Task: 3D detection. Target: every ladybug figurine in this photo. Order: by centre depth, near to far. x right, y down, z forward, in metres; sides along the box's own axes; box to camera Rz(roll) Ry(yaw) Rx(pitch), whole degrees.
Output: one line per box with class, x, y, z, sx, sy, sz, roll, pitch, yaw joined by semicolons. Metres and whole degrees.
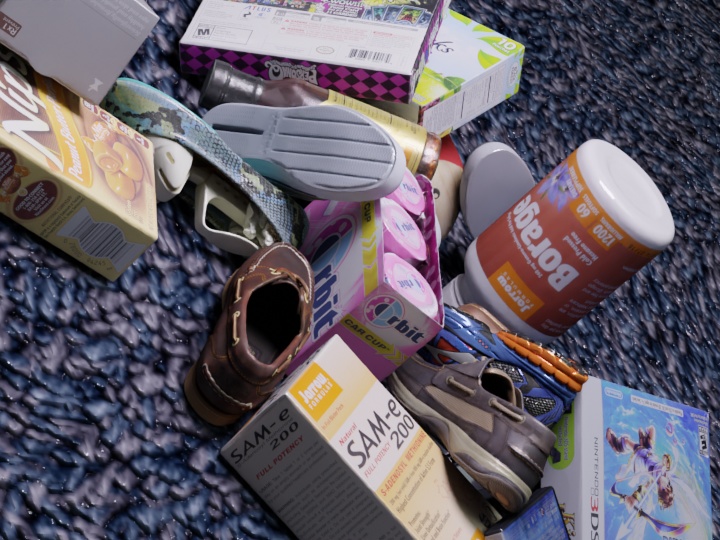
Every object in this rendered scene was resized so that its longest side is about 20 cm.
ladybug figurine;0.031;-0.115;2.015;0.135;0.072;0.201;18;36;-56

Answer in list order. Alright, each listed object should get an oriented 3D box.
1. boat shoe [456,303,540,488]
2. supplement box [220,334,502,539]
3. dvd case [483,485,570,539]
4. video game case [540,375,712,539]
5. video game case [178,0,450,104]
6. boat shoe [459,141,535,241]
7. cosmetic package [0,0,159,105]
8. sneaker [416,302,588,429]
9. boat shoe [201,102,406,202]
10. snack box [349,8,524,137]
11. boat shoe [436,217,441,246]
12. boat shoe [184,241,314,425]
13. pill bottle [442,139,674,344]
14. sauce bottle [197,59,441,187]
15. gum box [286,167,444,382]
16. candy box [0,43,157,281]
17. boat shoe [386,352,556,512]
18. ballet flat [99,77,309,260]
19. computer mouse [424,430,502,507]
boat shoe;0.140;0.104;1.878;0.200;0.072;0.068;51;50;-9
supplement box;0.009;0.157;1.608;0.200;0.073;0.126;47;24;-3
dvd case;0.145;0.267;1.649;0.143;0.017;0.201;-21;93;-69
video game case;0.218;0.190;1.841;0.199;0.045;0.183;17;69;-48
video game case;-0.034;-0.212;1.929;0.198;0.036;0.182;8;37;9
boat shoe;0.121;-0.043;2.018;0.201;0.068;0.057;72;-10;-45
cosmetic package;-0.230;-0.207;1.651;0.107;0.090;0.200;34;6;-32
sneaker;0.077;0.073;1.786;0.199;0.079;0.075;23;-4;30
boat shoe;-0.040;-0.089;1.773;0.199;0.072;0.062;15;-16;37
snack box;0.022;-0.188;1.976;0.199;0.053;0.142;30;43;30
boat shoe;-0.018;-0.078;1.917;0.200;0.072;0.071;47;40;7
boat shoe;-0.065;0.035;1.643;0.070;0.070;0.200;35;32;-11
pill bottle;0.161;-0.009;1.938;0.112;0.200;0.113;37;27;-22
sauce bottle;-0.034;-0.115;1.850;0.199;0.066;0.066;19;32;-10
gum box;0.000;0.000;1.766;0.066;0.113;0.201;36;28;-24
candy box;-0.233;-0.090;1.583;0.200;0.055;0.116;34;27;-30
boat shoe;0.088;0.106;1.682;0.075;0.073;0.200;45;-1;-35
ballet flat;-0.122;-0.067;1.727;0.199;0.074;0.074;35;28;-19
computer mouse;0.099;0.169;1.768;0.199;0.046;0.141;11;43;-53
